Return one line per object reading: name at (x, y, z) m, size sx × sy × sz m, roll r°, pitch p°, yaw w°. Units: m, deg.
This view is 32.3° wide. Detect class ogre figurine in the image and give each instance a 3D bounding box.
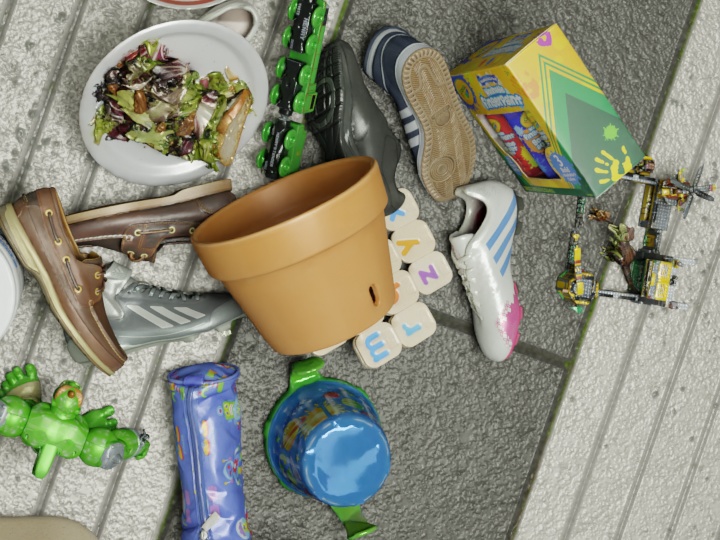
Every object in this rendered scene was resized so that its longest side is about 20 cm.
ogre figurine at (-0.308, 0.158, 1.264) m, size 0.200 × 0.120 × 0.098 m, roll 42°, pitch 84°, yaw -14°

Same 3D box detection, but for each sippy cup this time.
sippy cup at (-0.028, 0.191, 1.333) m, size 0.177 × 0.130 × 0.140 m, roll 37°, pitch 85°, yaw -14°

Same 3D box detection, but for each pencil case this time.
pencil case at (-0.161, 0.200, 1.323) m, size 0.077 × 0.087 × 0.202 m, roll -3°, pitch 95°, yaw 8°

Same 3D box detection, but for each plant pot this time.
plant pot at (-0.052, -0.009, 1.237) m, size 0.199 × 0.200 × 0.141 m, roll -25°, pitch 106°, yaw -11°

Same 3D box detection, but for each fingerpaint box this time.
fingerpaint box at (0.189, -0.165, 1.322) m, size 0.073 × 0.200 × 0.167 m, roll -39°, pitch 103°, yaw -7°

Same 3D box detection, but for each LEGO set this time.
LEGO set at (0.311, -0.037, 1.406) m, size 0.152 × 0.116 × 0.202 m, roll 16°, pitch 90°, yaw -15°

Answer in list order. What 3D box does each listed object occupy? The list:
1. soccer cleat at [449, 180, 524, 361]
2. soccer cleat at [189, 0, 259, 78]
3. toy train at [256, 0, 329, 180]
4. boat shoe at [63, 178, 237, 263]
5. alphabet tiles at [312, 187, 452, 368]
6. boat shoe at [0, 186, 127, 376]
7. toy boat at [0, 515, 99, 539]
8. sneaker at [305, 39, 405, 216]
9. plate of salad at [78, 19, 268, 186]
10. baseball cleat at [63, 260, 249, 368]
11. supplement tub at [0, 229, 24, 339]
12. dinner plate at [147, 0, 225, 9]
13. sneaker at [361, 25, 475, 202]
soccer cleat at (0.133, 0.000, 1.387) m, size 0.086 × 0.070 × 0.202 m, roll 3°, pitch 86°, yaw -31°
soccer cleat at (-0.187, -0.213, 1.285) m, size 0.200 × 0.078 × 0.069 m, roll -41°, pitch 103°, yaw -8°
toy train at (-0.067, -0.192, 1.305) m, size 0.041 × 0.056 × 0.202 m, roll 21°, pitch 110°, yaw 20°
boat shoe at (-0.220, -0.043, 1.294) m, size 0.198 × 0.070 × 0.071 m, roll -12°, pitch 94°, yaw -13°
alphabet tiles at (0.000, 0.000, 1.358) m, size 0.195 × 0.015 × 0.201 m, roll -29°, pitch 91°, yaw -25°
boat shoe at (-0.281, 0.011, 1.229) m, size 0.067 × 0.072 × 0.201 m, roll -31°, pitch 104°, yaw -7°
toy boat at (-0.357, 0.337, 1.281) m, size 0.198 × 0.131 × 0.132 m, roll 2°, pitch 124°, yaw -14°
sneaker at (-0.003, -0.149, 1.348) m, size 0.090 × 0.076 × 0.202 m, roll -10°, pitch 93°, yaw -34°
plate of salad at (-0.184, -0.160, 1.257) m, size 0.198 × 0.048 × 0.201 m, roll -16°, pitch 138°, yaw -15°
baseball cleat at (-0.215, 0.033, 1.303) m, size 0.198 × 0.070 × 0.108 m, roll -17°, pitch 99°, yaw -13°
supplement tub at (-0.390, 0.014, 1.189) m, size 0.130 × 0.200 × 0.134 m, roll -1°, pitch 95°, yaw -14°
dinner plate at (-0.186, -0.374, 1.300) m, size 0.198 × 0.024 × 0.203 m, roll -1°, pitch 95°, yaw -13°
sneaker at (0.063, -0.176, 1.365) m, size 0.070 × 0.109 × 0.201 m, roll -29°, pitch 131°, yaw -13°
